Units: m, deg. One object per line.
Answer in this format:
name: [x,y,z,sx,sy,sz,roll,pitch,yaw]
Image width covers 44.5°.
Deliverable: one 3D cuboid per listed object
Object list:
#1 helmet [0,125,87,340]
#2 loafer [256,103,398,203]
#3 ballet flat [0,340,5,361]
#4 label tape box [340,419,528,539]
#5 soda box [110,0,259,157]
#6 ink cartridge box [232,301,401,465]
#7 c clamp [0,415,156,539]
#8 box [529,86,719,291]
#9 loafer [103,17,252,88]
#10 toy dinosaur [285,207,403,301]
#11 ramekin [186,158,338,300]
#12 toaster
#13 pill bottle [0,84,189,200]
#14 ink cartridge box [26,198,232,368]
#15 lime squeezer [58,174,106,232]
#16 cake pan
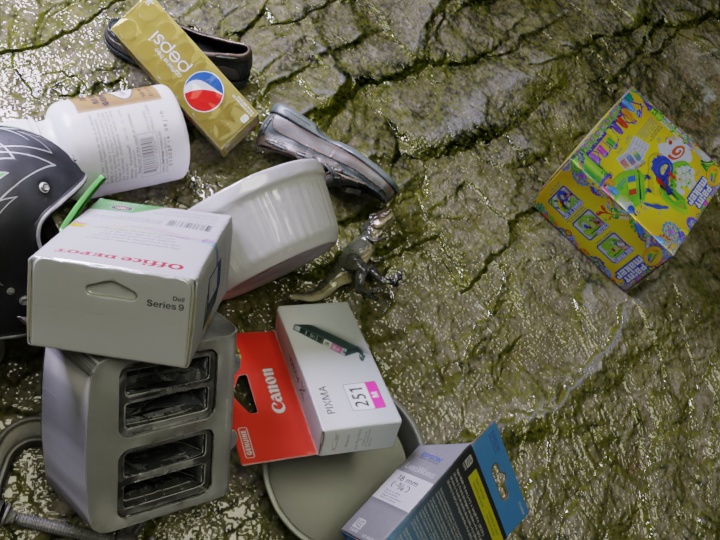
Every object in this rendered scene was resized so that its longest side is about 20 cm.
helmet: [-0.366,-0.044,0.862,0.197,0.200,0.194,-8,107,-24]
loafer: [-0.046,-0.139,1.152,0.199,0.072,0.063,34,80,6]
ballet flat: [-0.423,0.132,0.877,0.067,0.062,0.202,22,60,-8]
label tape box: [0.086,0.274,0.959,0.199,0.063,0.146,-40,120,-31]
soda box: [-0.217,-0.241,1.099,0.068,0.064,0.200,-43,92,-5]
ink cartridge box: [-0.068,0.118,0.983,0.171,0.044,0.201,-2,39,-22]
c clamp: [-0.291,0.240,0.894,0.197,0.027,0.173,22,59,-10]
box: [0.389,-0.119,1.272,0.192,0.122,0.200,43,58,4]
loafer: [-0.237,-0.302,1.161,0.197,0.063,0.073,14,59,-14]
toy dinosaur: [0.000,0.000,1.107,0.087,0.048,0.200,31,51,17]
ramekin: [-0.115,-0.041,1.008,0.200,0.202,0.095,-25,87,-29]
toaster: [-0.216,0.133,0.856,0.198,0.118,0.184,-7,109,-40]
pill bottle: [-0.310,-0.145,1.026,0.197,0.115,0.116,-16,71,-26]
ink cartridge box: [-0.207,0.004,0.825,0.143,0.089,0.200,8,17,-2]
lime squeezer: [-0.329,-0.009,0.974,0.069,0.038,0.204,3,84,23]
cake pan: [-0.019,0.222,0.999,0.197,0.037,0.203,9,62,-17]
